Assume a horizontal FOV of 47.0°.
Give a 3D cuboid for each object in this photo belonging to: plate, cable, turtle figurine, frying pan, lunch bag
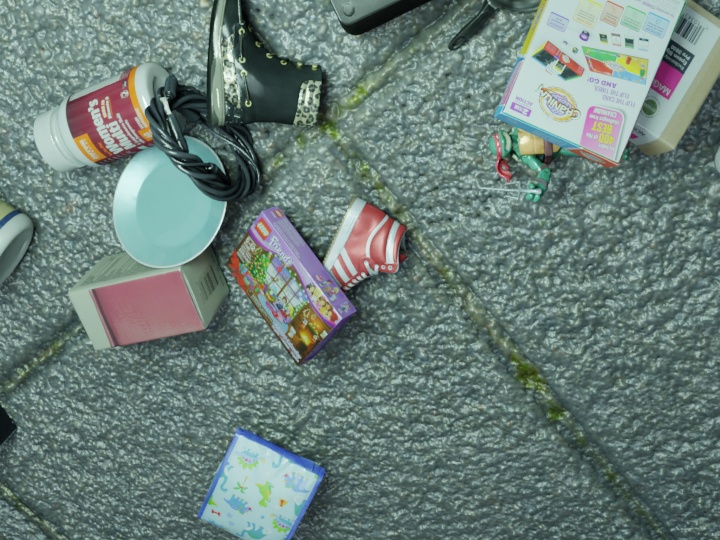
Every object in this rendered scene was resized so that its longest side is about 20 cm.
[{"bbox_3d":[-0.279,-0.101,1.227,0.198,0.026,0.203,-3,80,20],"label":"plate"},{"bbox_3d":[-0.207,-0.171,1.139,0.051,0.164,0.200,-30,126,22],"label":"cable"},{"bbox_3d":[0.243,-0.176,1.089,0.197,0.101,0.152,-11,105,5],"label":"turtle figurine"},{"bbox_3d":[0.196,-0.347,1.049,0.114,0.031,0.191,8,146,-14],"label":"frying pan"},{"bbox_3d":[-0.167,0.370,1.430,0.169,0.128,0.201,25,128,-2],"label":"lunch bag"}]

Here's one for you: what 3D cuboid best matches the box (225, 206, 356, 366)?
[{"bbox_3d":[-0.108,0.025,1.235,0.201,0.039,0.137,52,131,12],"label":"box"}]

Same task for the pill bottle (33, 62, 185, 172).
[{"bbox_3d":[-0.360,-0.214,1.186,0.198,0.110,0.110,-17,112,18],"label":"pill bottle"}]

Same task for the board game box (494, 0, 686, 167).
[{"bbox_3d":[0.261,-0.242,0.949,0.152,0.040,0.202,23,92,-4],"label":"board game box"}]

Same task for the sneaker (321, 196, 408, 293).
[{"bbox_3d":[0.000,0.000,1.243,0.112,0.071,0.201,26,116,1],"label":"sneaker"}]

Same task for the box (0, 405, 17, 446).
[{"bbox_3d":[-0.781,0.275,1.508,0.197,0.124,0.201,-22,110,22],"label":"box"}]

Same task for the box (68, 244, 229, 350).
[{"bbox_3d":[-0.325,0.034,1.292,0.198,0.128,0.110,-11,114,17],"label":"box"}]

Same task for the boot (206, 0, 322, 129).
[{"bbox_3d":[-0.129,-0.293,1.126,0.152,0.073,0.206,3,93,-15],"label":"boot"}]

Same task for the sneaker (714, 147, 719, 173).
[{"bbox_3d":[0.547,-0.088,1.074,0.199,0.100,0.075,32,116,-7],"label":"sneaker"}]

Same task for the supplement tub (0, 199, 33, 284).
[{"bbox_3d":[-0.633,-0.071,1.292,0.199,0.145,0.145,32,118,-6],"label":"supplement tub"}]

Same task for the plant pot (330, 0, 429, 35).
[{"bbox_3d":[0.024,-0.397,0.980,0.198,0.178,0.201,-20,110,19],"label":"plant pot"}]

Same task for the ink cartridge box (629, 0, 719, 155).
[{"bbox_3d":[0.331,-0.263,1.010,0.199,0.075,0.166,30,90,-6],"label":"ink cartridge box"}]
